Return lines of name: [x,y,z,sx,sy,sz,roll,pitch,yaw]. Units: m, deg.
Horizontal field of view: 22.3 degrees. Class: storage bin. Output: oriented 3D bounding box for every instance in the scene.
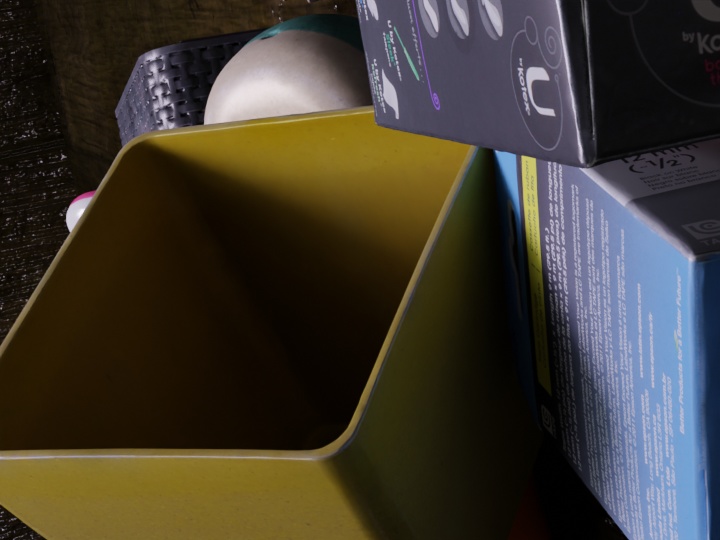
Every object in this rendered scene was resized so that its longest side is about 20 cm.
storage bin: [-0.073,-0.084,1.149,0.200,0.135,0.094,155,104,-76]

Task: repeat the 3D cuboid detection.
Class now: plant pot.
plant pot: [-0.023,0.061,0.809,0.177,0.199,0.200,60,-140,-37]

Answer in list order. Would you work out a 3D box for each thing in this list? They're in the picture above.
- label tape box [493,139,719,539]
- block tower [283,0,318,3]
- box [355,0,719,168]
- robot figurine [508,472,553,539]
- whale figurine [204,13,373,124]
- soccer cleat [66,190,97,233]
label tape box: [0.111,0.019,0.682,0.200,0.066,0.144,-123,24,-64]
block tower: [-0.021,-0.224,0.986,0.058,0.054,0.200,62,162,23]
box: [0.078,-0.100,0.575,0.200,0.122,0.107,-153,52,-73]
robot figurine: [0.043,0.142,0.959,0.144,0.116,0.201,-25,78,46]
whale figurine: [0.003,-0.048,1.003,0.159,0.104,0.201,-12,117,39]
soccer cleat: [-0.080,0.016,1.052,0.070,0.199,0.087,-26,51,46]
